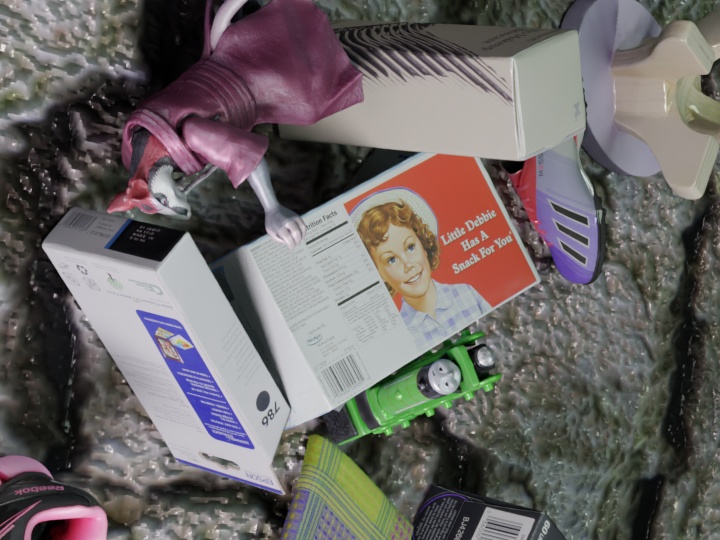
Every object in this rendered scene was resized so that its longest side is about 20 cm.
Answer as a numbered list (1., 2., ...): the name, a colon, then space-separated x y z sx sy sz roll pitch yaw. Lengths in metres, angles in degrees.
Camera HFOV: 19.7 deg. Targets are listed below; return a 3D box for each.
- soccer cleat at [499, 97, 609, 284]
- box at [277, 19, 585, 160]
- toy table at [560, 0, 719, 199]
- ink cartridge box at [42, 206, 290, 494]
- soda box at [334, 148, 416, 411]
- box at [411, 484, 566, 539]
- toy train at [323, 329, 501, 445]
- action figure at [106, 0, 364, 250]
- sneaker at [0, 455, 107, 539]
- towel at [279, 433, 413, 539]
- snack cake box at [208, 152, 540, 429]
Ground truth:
1. soccer cleat: 0.142 -0.069 1.610 0.073 0.068 0.201 -26 125 -20
2. box: 0.041 -0.118 1.334 0.082 0.199 0.069 -27 117 -48
3. toy table: 0.253 -0.148 1.686 0.199 0.116 0.185 25 78 -52
4. ink cartridge box: -0.108 0.050 1.258 0.039 0.099 0.201 -52 136 -30
5. soda box: 0.000 0.000 1.418 0.200 0.068 0.064 -53 135 -31
6. box: 0.113 0.272 1.601 0.200 0.105 0.123 52 58 -46
7. toy train: 0.030 0.082 1.388 0.056 0.200 0.042 -20 84 -26
8. action figure: -0.082 -0.101 1.230 0.200 0.133 0.150 -45 130 -42
9. sneaker: -0.216 0.184 1.150 0.200 0.095 0.079 -49 135 -33
10. towel: -0.026 0.232 1.439 0.144 0.023 0.201 50 47 -41
11. snack cake box: 0.009 0.004 1.329 0.199 0.067 0.116 -29 91 -36
